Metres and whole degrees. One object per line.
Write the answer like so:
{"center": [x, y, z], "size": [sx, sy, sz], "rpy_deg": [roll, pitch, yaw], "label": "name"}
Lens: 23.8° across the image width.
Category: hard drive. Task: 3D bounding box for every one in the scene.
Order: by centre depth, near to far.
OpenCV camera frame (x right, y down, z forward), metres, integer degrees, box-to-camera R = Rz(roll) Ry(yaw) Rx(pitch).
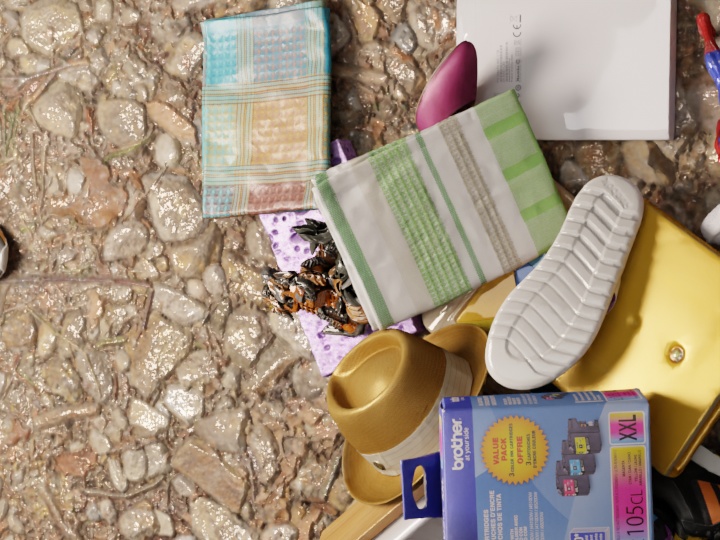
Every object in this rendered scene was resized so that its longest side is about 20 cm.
{"center": [0.182, -0.183, 1.527], "size": [0.199, 0.025, 0.133], "rpy_deg": [2, 94, 25], "label": "hard drive"}

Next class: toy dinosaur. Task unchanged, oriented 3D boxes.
{"center": [0.000, 0.000, 1.567], "size": [0.199, 0.102, 0.136], "rpy_deg": [-8, 115, 7], "label": "toy dinosaur"}

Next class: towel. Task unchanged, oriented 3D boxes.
{"center": [0.072, -0.052, 1.491], "size": [0.199, 0.031, 0.150], "rpy_deg": [-25, 101, -4], "label": "towel"}
{"center": [-0.092, -0.153, 1.639], "size": [0.146, 0.022, 0.201], "rpy_deg": [-4, 82, 30], "label": "towel"}

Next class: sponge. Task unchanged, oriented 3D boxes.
{"center": [-0.023, -0.011, 1.630], "size": [0.111, 0.030, 0.201], "rpy_deg": [-25, 81, 24], "label": "sponge"}

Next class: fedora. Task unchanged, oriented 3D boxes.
{"center": [0.027, 0.109, 1.507], "size": [0.082, 0.201, 0.201], "rpy_deg": [36, 111, -21], "label": "fedora"}

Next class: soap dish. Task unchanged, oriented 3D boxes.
{"center": [0.071, 0.235, 1.534], "size": [0.200, 0.157, 0.081], "rpy_deg": [-42, 38, 21], "label": "soap dish"}

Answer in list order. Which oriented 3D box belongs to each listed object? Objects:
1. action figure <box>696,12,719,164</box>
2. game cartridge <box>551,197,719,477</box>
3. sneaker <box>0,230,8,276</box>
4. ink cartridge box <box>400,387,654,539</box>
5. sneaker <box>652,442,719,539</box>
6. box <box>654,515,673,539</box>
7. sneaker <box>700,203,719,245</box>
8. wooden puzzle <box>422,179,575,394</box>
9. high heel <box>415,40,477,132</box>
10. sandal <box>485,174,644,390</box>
{"center": [0.320, -0.130, 1.412], "size": [0.065, 0.052, 0.201], "rpy_deg": [-16, 54, 21], "label": "action figure"}
{"center": [0.239, 0.045, 1.448], "size": [0.200, 0.032, 0.177], "rpy_deg": [41, 107, 35], "label": "game cartridge"}
{"center": [-0.462, -0.027, 1.811], "size": [0.199, 0.077, 0.079], "rpy_deg": [11, 96, 23], "label": "sneaker"}
{"center": [0.133, 0.171, 1.385], "size": [0.199, 0.076, 0.137], "rpy_deg": [-3, 92, 4], "label": "ink cartridge box"}
{"center": [0.304, 0.209, 1.439], "size": [0.199, 0.070, 0.090], "rpy_deg": [26, 63, 17], "label": "sneaker"}
{"center": [0.209, 0.238, 1.473], "size": [0.036, 0.142, 0.201], "rpy_deg": [-22, 82, 55], "label": "box"}
{"center": [0.387, -0.031, 1.410], "size": [0.199, 0.075, 0.116], "rpy_deg": [-21, 81, 21], "label": "sneaker"}
{"center": [0.172, 0.038, 1.537], "size": [0.200, 0.037, 0.185], "rpy_deg": [43, 109, 17], "label": "wooden puzzle"}
{"center": [0.095, -0.103, 1.526], "size": [0.096, 0.067, 0.201], "rpy_deg": [34, 132, 24], "label": "high heel"}
{"center": [0.182, 0.016, 1.450], "size": [0.082, 0.050, 0.203], "rpy_deg": [33, 89, 21], "label": "sandal"}
